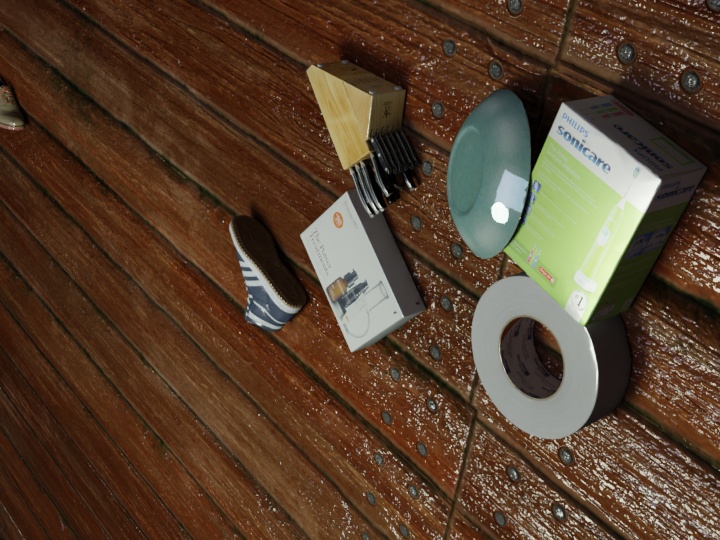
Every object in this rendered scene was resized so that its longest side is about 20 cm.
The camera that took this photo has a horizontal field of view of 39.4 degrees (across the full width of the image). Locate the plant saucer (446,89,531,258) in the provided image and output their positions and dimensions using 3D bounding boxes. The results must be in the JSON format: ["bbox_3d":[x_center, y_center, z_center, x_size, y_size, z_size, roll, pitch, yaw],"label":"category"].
[{"bbox_3d":[0.141,-0.116,1.196,0.201,0.038,0.203,-176,90,-73],"label":"plant saucer"}]

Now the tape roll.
[{"bbox_3d":[0.226,0.097,1.215,0.199,0.066,0.202,22,119,46],"label":"tape roll"}]

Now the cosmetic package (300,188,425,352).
[{"bbox_3d":[0.000,0.000,1.484,0.151,0.051,0.202,-38,73,48],"label":"cosmetic package"}]

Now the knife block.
[{"bbox_3d":[0.000,-0.181,1.403,0.200,0.064,0.177,35,128,40],"label":"knife block"}]

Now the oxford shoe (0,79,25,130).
[{"bbox_3d":[-0.867,-0.406,2.436,0.200,0.070,0.075,42,127,34],"label":"oxford shoe"}]

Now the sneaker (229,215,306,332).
[{"bbox_3d":[-0.175,0.011,1.696,0.201,0.070,0.109,55,138,18],"label":"sneaker"}]

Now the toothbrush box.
[{"bbox_3d":[0.258,-0.065,1.096,0.146,0.086,0.201,47,136,33],"label":"toothbrush box"}]
